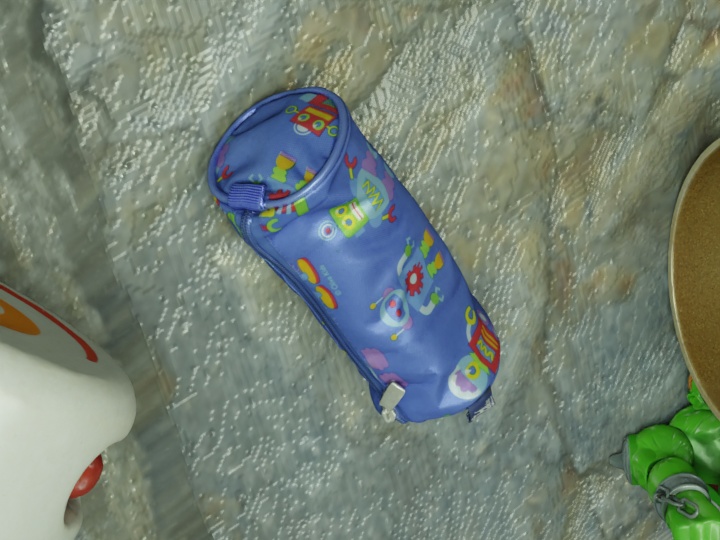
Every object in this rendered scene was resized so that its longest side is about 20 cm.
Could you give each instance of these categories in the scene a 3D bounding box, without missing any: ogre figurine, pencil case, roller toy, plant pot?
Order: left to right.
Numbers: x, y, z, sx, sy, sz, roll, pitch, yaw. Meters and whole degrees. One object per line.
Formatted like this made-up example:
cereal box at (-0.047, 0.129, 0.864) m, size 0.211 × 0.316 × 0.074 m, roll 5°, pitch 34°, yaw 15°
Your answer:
roller toy at (-0.197, 0.070, 0.848) m, size 0.182 × 0.200 × 0.140 m, roll 25°, pitch 95°, yaw -48°
pencil case at (0.000, 0.000, 1.042) m, size 0.200 × 0.078 × 0.087 m, roll 54°, pitch 52°, yaw -38°
ogre figurine at (0.240, 0.114, 1.254) m, size 0.200 × 0.120 × 0.098 m, roll -37°, pitch 124°, yaw -21°
plant pot at (0.315, 0.002, 1.193) m, size 0.200 × 0.186 × 0.187 m, roll -6°, pitch 114°, yaw -24°
